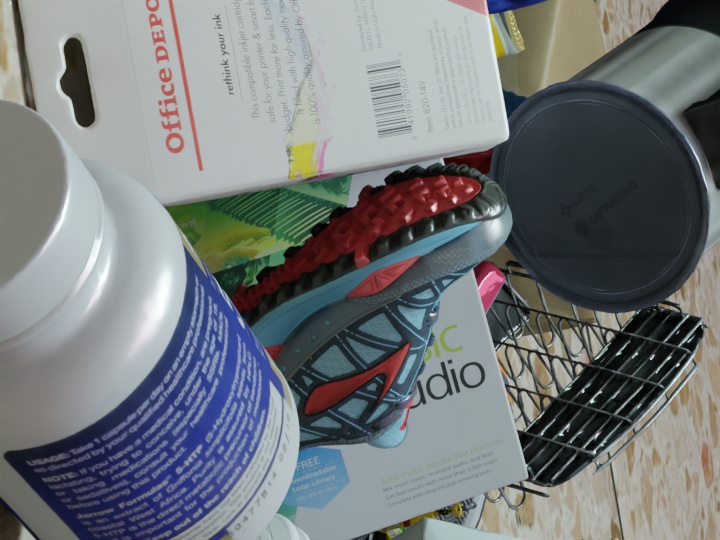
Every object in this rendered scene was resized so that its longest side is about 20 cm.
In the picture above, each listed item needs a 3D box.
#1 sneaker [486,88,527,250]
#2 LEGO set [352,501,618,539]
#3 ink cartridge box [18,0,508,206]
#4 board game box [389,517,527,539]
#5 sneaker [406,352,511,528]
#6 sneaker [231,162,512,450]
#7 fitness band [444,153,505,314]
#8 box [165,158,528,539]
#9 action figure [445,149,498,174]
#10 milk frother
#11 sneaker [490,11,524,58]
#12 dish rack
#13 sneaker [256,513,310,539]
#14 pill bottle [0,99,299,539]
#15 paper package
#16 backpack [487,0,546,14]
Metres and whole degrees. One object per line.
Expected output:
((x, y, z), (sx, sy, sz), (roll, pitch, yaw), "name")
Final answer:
((0.045, -0.068, 1.471), (0.076, 0.200, 0.081), (-27, 137, -35), "sneaker")
((0.047, 0.193, 1.361), (0.116, 0.199, 0.154), (19, 86, -68), "LEGO set")
((-0.045, -0.094, 1.184), (0.067, 0.199, 0.117), (172, -91, -83), "ink cartridge box")
((0.010, 0.206, 1.204), (0.200, 0.064, 0.148), (139, -37, -63), "board game box")
((0.055, 0.090, 1.570), (0.112, 0.077, 0.201), (50, 37, -58), "sneaker")
((0.000, 0.030, 1.202), (0.096, 0.200, 0.079), (46, 28, -18), "sneaker")
((0.000, 0.000, 1.358), (0.144, 0.037, 0.200), (48, 63, -32), "fitness band")
((-0.012, 0.032, 1.274), (0.036, 0.144, 0.201), (-119, -169, -66), "box")
((0.023, -0.148, 1.324), (0.065, 0.099, 0.201), (-4, 61, -38), "action figure")
((0.148, -0.115, 1.331), (0.200, 0.180, 0.188), (50, 36, 3), "milk frother")
((0.024, -0.181, 1.599), (0.200, 0.090, 0.075), (-117, -175, -52), "sneaker")
((0.084, 0.064, 1.420), (0.153, 0.200, 0.055), (-45, 125, -26), "dish rack")
((-0.070, 0.182, 1.191), (0.082, 0.075, 0.200), (47, 31, -39), "sneaker")
((-0.109, 0.028, 1.012), (0.200, 0.119, 0.120), (58, 30, -53), "pill bottle")
((0.097, -0.085, 1.727), (0.200, 0.103, 0.191), (-77, 155, -48), "paper package")
((0.046, -0.219, 1.457), (0.168, 0.199, 0.163), (-35, 116, -70), "backpack")
